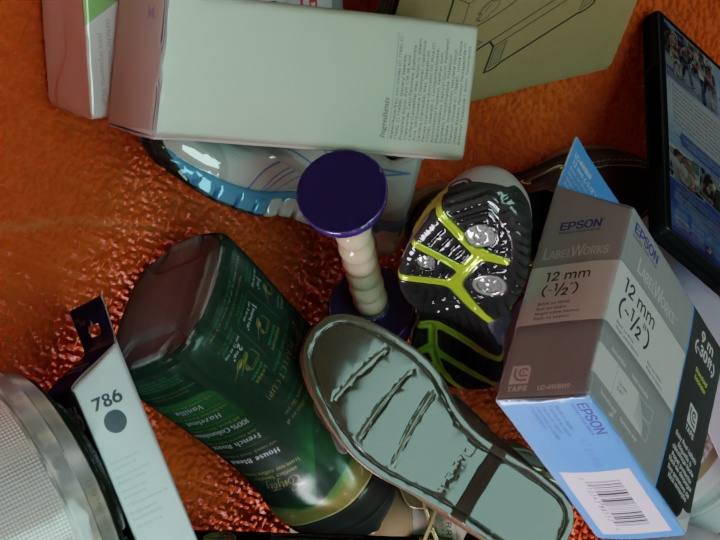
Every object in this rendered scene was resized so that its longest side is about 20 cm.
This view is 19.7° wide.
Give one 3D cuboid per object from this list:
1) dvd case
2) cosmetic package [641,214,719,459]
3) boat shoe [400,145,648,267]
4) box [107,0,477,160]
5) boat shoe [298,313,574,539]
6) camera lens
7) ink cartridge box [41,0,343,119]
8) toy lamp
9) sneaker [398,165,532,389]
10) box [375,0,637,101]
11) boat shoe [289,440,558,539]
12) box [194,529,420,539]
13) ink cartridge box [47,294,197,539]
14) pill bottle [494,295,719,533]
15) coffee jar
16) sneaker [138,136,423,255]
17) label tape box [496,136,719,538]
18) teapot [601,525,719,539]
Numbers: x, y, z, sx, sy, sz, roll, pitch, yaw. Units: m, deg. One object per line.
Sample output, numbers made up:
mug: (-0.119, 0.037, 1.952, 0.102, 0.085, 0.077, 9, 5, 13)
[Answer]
dvd case: (0.237, -0.063, 1.375, 0.142, 0.017, 0.201, 36, 41, -31)
cosmetic package: (0.261, 0.064, 1.378, 0.052, 0.201, 0.150, -34, 145, 22)
boat shoe: (0.123, -0.035, 1.356, 0.199, 0.070, 0.071, -16, 108, -29)
box: (-0.036, -0.108, 1.157, 0.198, 0.068, 0.083, 4, 97, -30)
boat shoe: (0.036, 0.102, 1.235, 0.200, 0.068, 0.072, 44, 83, -10)
camera lens: (-0.236, 0.158, 1.121, 0.199, 0.160, 0.161, -25, 113, -25)
ink cartridge box: (-0.081, -0.159, 1.200, 0.199, 0.067, 0.118, -11, 106, -30)
toy lamp: (0.000, 0.000, 1.217, 0.058, 0.058, 0.200, -48, 157, -14)
sneaker: (0.061, -0.008, 1.215, 0.075, 0.201, 0.077, 11, 59, 1)
box: (0.095, -0.170, 1.282, 0.199, 0.021, 0.164, -16, 145, -28)
boat shoe: (0.050, 0.152, 1.353, 0.199, 0.066, 0.075, -10, 106, -30)
box: (-0.063, 0.215, 1.257, 0.198, 0.035, 0.111, 2, 103, 1)
ink cartridge box: (-0.135, 0.117, 1.178, 0.039, 0.099, 0.202, -21, 89, -19)
pill bottle: (0.188, 0.095, 1.399, 0.200, 0.111, 0.111, 41, 79, -32)
coffee jar: (-0.054, 0.076, 1.251, 0.200, 0.085, 0.105, 45, 42, -31)
sneaker: (-0.041, -0.076, 1.234, 0.199, 0.075, 0.087, 14, 110, -41)
label tape box: (0.159, 0.037, 1.237, 0.144, 0.066, 0.201, 52, 46, -38)
teapot: (0.175, 0.260, 1.404, 0.197, 0.145, 0.202, -16, 104, -54)
